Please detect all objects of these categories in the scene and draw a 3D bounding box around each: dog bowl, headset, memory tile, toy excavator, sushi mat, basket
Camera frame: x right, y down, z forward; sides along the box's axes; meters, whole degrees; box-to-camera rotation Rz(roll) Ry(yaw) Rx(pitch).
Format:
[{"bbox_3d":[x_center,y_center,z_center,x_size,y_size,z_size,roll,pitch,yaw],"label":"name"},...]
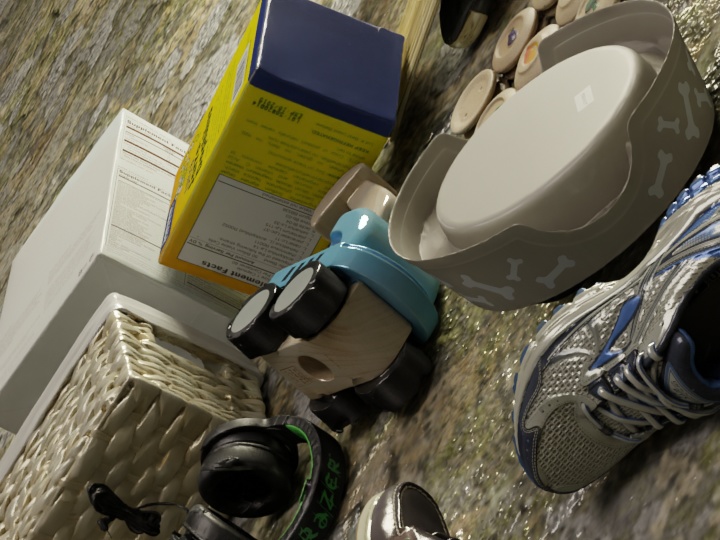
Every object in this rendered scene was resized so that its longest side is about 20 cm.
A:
[{"bbox_3d":[0.109,-0.060,1.318,0.200,0.059,0.200,-37,23,18],"label":"dog bowl"},{"bbox_3d":[-0.095,0.152,1.565,0.200,0.094,0.124,-16,47,49],"label":"headset"},{"bbox_3d":[0.128,-0.158,1.540,0.200,0.017,0.153,-59,19,10],"label":"memory tile"},{"bbox_3d":[0.000,0.000,1.563,0.200,0.100,0.194,-56,17,-27],"label":"toy excavator"},{"bbox_3d":[0.047,-0.195,1.711,0.096,0.012,0.200,-87,13,-49],"label":"sushi mat"},{"bbox_3d":[-0.167,0.143,1.703,0.200,0.135,0.123,-57,21,14],"label":"basket"}]

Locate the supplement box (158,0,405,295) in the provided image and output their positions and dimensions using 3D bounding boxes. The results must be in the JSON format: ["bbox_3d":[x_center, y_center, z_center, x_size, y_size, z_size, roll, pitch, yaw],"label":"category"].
[{"bbox_3d":[-0.059,-0.087,1.735,0.110,0.109,0.200,-84,19,-49],"label":"supplement box"}]

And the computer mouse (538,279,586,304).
[{"bbox_3d":[0.103,-0.029,1.401,0.059,0.034,0.200,-40,21,13],"label":"computer mouse"}]

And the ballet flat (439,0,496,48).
[{"bbox_3d":[0.107,-0.249,1.692,0.066,0.057,0.200,18,87,60],"label":"ballet flat"}]

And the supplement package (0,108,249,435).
[{"bbox_3d":[-0.182,0.023,1.886,0.191,0.147,0.200,-50,22,30],"label":"supplement package"}]

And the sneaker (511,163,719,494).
[{"bbox_3d":[0.143,0.039,1.145,0.200,0.077,0.085,-54,25,23],"label":"sneaker"}]

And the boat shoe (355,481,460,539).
[{"bbox_3d":[0.042,0.171,1.234,0.065,0.072,0.200,-41,22,18],"label":"boat shoe"}]
